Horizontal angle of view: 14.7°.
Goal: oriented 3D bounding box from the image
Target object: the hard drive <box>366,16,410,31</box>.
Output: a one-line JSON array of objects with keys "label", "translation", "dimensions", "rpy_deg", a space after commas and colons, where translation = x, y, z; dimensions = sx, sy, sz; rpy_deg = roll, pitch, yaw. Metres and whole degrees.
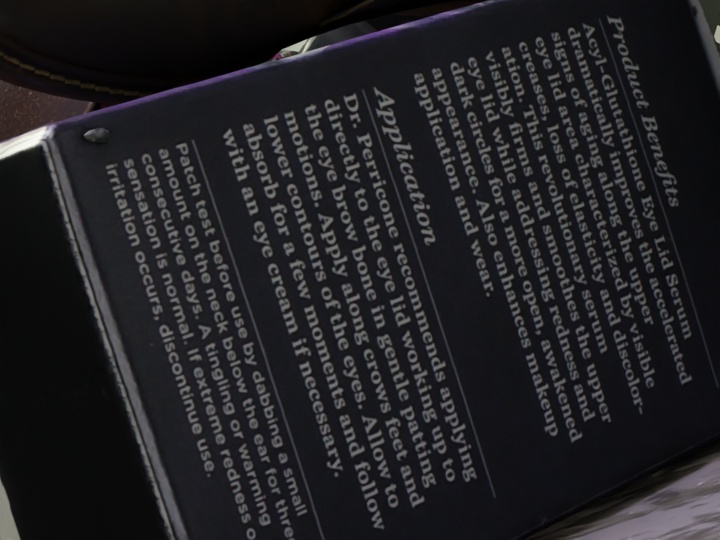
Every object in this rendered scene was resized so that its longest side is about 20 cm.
[{"label": "hard drive", "translation": [-0.023, -0.054, 0.983], "dimensions": [0.139, 0.200, 0.038], "rpy_deg": [-27, 32, 29]}]

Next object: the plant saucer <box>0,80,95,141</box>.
[{"label": "plant saucer", "translation": [-0.102, -0.026, 0.753], "dimensions": [0.201, 0.032, 0.200], "rpy_deg": [-61, 8, 15]}]

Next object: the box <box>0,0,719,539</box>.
[{"label": "box", "translation": [-0.025, 0.015, 0.588], "dimensions": [0.148, 0.105, 0.200], "rpy_deg": [-17, 3, 42]}]

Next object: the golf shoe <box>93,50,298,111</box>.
[{"label": "golf shoe", "translation": [-0.075, 0.011, 0.823], "dimensions": [0.092, 0.072, 0.201], "rpy_deg": [-48, 17, 53]}]

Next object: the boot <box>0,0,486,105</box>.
[{"label": "boot", "translation": [0.000, -0.089, 0.617], "dimensions": [0.199, 0.075, 0.097], "rpy_deg": [-18, -2, -44]}]

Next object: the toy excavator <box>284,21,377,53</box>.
[{"label": "toy excavator", "translation": [0.000, 0.000, 0.863], "dimensions": [0.194, 0.100, 0.200], "rpy_deg": [-38, 21, 32]}]

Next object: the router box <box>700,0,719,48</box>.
[{"label": "router box", "translation": [0.159, -0.118, 0.792], "dimensions": [0.051, 0.201, 0.149], "rpy_deg": [31, 32, 29]}]
